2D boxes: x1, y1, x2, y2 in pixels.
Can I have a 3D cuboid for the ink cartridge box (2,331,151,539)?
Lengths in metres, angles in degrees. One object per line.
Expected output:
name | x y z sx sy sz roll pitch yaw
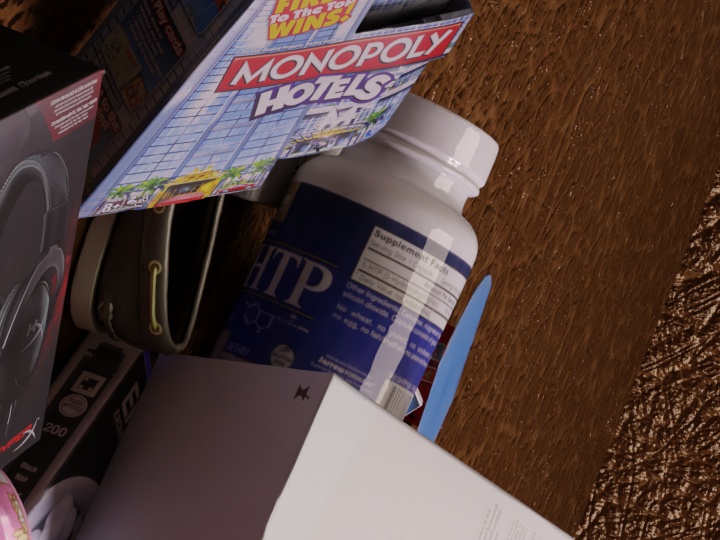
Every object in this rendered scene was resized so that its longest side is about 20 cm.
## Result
ink cartridge box | -0.149 0.130 1.190 0.199 0.043 0.201 90 24 -49

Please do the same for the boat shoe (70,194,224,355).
boat shoe | -0.090 -0.057 1.116 0.072 0.060 0.203 -4 113 -70

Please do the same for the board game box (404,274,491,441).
board game box | 0.056 0.089 1.830 0.158 0.039 0.201 -53 163 -59

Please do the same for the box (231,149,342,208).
box | -0.026 -0.106 1.318 0.200 0.036 0.145 8 102 -75

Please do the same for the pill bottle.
pill bottle | 0.000 0.000 1.261 0.201 0.119 0.120 -65 164 -6

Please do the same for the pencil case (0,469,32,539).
pencil case | -0.215 0.141 0.906 0.200 0.082 0.087 -41 143 -61

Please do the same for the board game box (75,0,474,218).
board game box | -0.024 -0.117 0.972 0.199 0.062 0.200 -12 153 -34

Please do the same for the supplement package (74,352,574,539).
supplement package | -0.024 0.158 1.133 0.200 0.150 0.153 36 70 -36

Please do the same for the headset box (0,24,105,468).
headset box | -0.180 -0.002 0.862 0.149 0.077 0.201 -39 148 -60

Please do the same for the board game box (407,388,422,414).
board game box | -0.030 0.078 1.413 0.126 0.035 0.200 -31 158 -4
